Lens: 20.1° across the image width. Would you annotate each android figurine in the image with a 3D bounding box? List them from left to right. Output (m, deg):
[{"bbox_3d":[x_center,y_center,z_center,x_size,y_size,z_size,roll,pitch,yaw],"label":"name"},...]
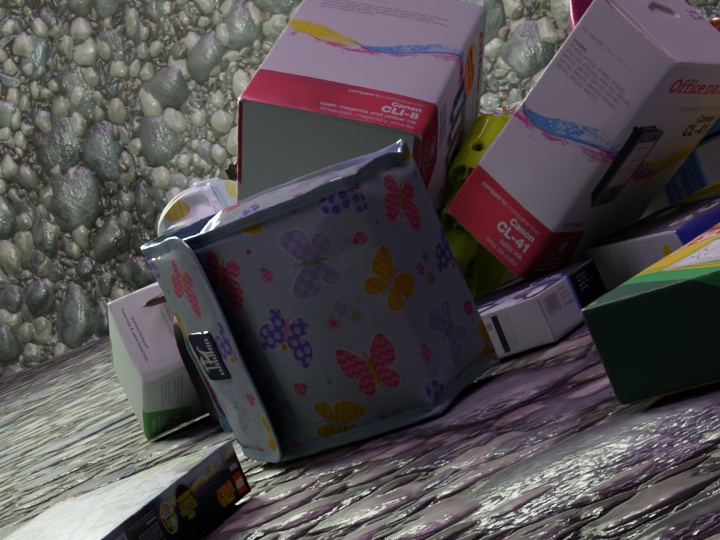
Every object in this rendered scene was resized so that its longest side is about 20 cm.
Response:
[{"bbox_3d":[0.099,-0.042,1.608,0.041,0.182,0.200,16,51,16],"label":"android figurine"}]

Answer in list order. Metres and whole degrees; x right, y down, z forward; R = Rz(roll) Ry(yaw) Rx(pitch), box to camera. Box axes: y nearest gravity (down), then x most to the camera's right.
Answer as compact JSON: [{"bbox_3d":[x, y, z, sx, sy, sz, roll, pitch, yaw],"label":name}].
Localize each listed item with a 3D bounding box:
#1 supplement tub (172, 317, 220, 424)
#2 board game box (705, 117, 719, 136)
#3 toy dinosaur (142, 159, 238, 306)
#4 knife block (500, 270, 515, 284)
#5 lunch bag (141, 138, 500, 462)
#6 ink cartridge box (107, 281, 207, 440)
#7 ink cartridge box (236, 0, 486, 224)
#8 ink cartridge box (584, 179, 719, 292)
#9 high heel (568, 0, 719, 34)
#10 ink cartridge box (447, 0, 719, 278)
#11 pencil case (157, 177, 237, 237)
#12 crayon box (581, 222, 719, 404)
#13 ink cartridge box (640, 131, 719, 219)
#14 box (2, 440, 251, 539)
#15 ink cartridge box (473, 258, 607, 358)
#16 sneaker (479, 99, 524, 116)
[{"bbox_3d":[-0.047,0.044,1.683,0.199,0.107,0.107,-25,4,-14],"label":"supplement tub"},{"bbox_3d":[0.257,-0.128,1.663,0.200,0.047,0.151,-22,3,-26],"label":"board game box"},{"bbox_3d":[-0.096,-0.028,1.722,0.200,0.077,0.102,-31,50,-23],"label":"toy dinosaur"},{"bbox_3d":[0.116,-0.025,1.819,0.200,0.064,0.175,-35,5,-37],"label":"knife block"},{"bbox_3d":[-0.038,0.031,1.338,0.200,0.170,0.127,-17,10,34],"label":"lunch bag"},{"bbox_3d":[-0.117,0.053,1.805,0.199,0.088,0.145,-22,-21,-14],"label":"ink cartridge box"},{"bbox_3d":[0.003,-0.110,1.562,0.144,0.146,0.200,11,38,12],"label":"ink cartridge box"},{"bbox_3d":[0.283,-0.046,1.436,0.197,0.047,0.200,-24,2,-20],"label":"ink cartridge box"},{"bbox_3d":[0.256,-0.207,1.696,0.200,0.096,0.067,-23,2,-30],"label":"high heel"},{"bbox_3d":[0.175,-0.097,1.481,0.147,0.086,0.200,-7,-41,-56],"label":"ink cartridge box"},{"bbox_3d":[-0.088,0.021,1.581,0.083,0.200,0.091,-24,-35,-10],"label":"pencil case"},{"bbox_3d":[0.237,-0.007,1.031,0.172,0.058,0.200,-20,5,41],"label":"crayon box"},{"bbox_3d":[0.238,-0.060,1.694,0.200,0.068,0.115,-20,3,44],"label":"ink cartridge box"},{"bbox_3d":[-0.161,0.163,1.195,0.137,0.040,0.200,-21,4,20],"label":"box"},{"bbox_3d":[0.071,0.047,1.448,0.200,0.039,0.099,-22,5,33],"label":"ink cartridge box"},{"bbox_3d":[0.138,-0.121,1.782,0.082,0.078,0.200,-30,2,10],"label":"sneaker"}]
